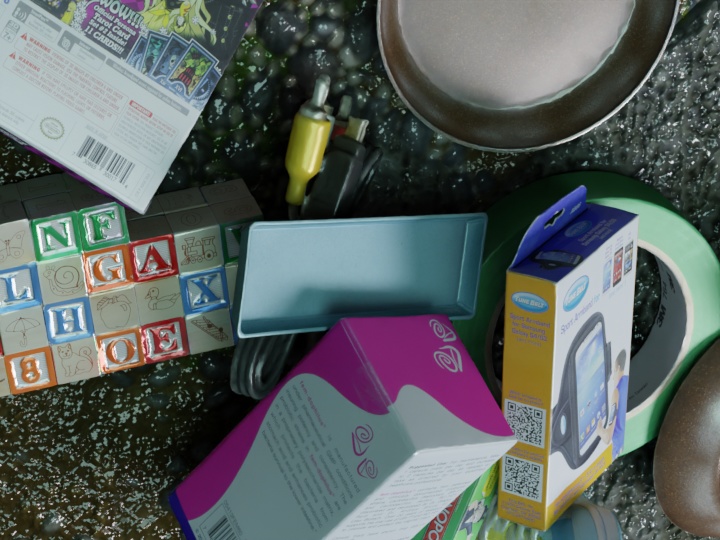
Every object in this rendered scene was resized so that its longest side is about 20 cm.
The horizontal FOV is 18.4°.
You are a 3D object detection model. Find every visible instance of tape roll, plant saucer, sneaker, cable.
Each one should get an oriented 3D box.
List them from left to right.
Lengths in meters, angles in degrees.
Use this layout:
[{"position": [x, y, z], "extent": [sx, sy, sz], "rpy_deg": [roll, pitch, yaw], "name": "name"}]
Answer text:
[{"position": [-0.039, -0.020, 1.372], "extent": [0.050, 0.097, 0.201], "rpy_deg": [22, 91, 17], "name": "cable"}, {"position": [0.000, 0.000, 1.356], "extent": [0.200, 0.019, 0.070], "rpy_deg": [-4, 105, -44], "name": "plant saucer"}, {"position": [0.092, 0.177, 1.464], "extent": [0.130, 0.200, 0.080], "rpy_deg": [7, 99, -11], "name": "sneaker"}, {"position": [0.102, -0.171, 1.382], "extent": [0.199, 0.032, 0.201], "rpy_deg": [-7, 117, -14], "name": "plant saucer"}, {"position": [0.146, 0.034, 1.489], "extent": [0.200, 0.048, 0.201], "rpy_deg": [-7, 118, -14], "name": "tape roll"}, {"position": [0.294, 0.110, 1.549], "extent": [0.200, 0.037, 0.201], "rpy_deg": [-17, 127, -25], "name": "plant saucer"}]

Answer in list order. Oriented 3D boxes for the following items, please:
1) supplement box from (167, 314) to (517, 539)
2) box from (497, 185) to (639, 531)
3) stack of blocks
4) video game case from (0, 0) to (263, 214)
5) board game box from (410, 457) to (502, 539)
[{"position": [-0.014, 0.125, 1.393], "extent": [0.103, 0.101, 0.200], "rpy_deg": [-2, 145, -46], "name": "supplement box"}, {"position": [0.132, 0.050, 1.404], "extent": [0.119, 0.041, 0.201], "rpy_deg": [-36, 136, -50], "name": "box"}, {"position": [-0.159, -0.001, 1.370], "extent": [0.199, 0.059, 0.116], "rpy_deg": [-12, 119, -11], "name": "stack of blocks"}, {"position": [-0.163, -0.159, 1.272], "extent": [0.200, 0.036, 0.182], "rpy_deg": [31, 84, -28], "name": "video game case"}, {"position": [0.008, 0.173, 1.469], "extent": [0.029, 0.134, 0.201], "rpy_deg": [-6, 124, -53], "name": "board game box"}]
